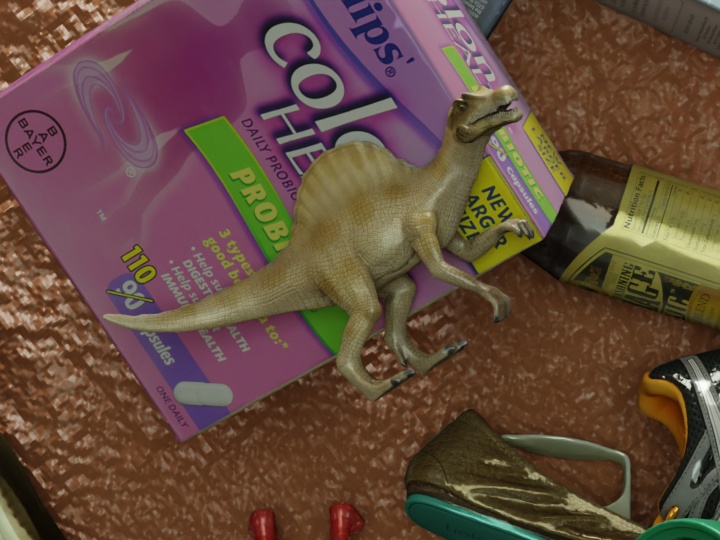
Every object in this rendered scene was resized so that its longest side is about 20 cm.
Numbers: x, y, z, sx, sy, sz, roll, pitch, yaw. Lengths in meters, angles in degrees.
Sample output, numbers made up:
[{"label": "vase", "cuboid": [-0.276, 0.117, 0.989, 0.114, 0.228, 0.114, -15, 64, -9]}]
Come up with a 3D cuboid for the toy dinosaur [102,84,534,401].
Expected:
[{"label": "toy dinosaur", "cuboid": [0.000, 0.000, 1.035, 0.200, 0.058, 0.101, -33, 84, 15]}]

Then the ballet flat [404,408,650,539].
[{"label": "ballet flat", "cuboid": [0.118, 0.122, 1.146, 0.199, 0.068, 0.072, 26, 67, 9]}]

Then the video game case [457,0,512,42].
[{"label": "video game case", "cuboid": [-0.029, -0.101, 1.142, 0.143, 0.019, 0.200, 33, 115, 1]}]

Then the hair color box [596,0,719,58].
[{"label": "hair color box", "cuboid": [0.099, -0.173, 1.152, 0.199, 0.099, 0.061, 25, 86, 5]}]

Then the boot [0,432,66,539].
[{"label": "boot", "cuboid": [-0.223, 0.139, 1.153, 0.154, 0.072, 0.200, -33, 81, 3]}]

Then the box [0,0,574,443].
[{"label": "box", "cuboid": [-0.038, -0.053, 1.096, 0.200, 0.097, 0.176, -29, 100, 20]}]

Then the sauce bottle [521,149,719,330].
[{"label": "sauce bottle", "cuboid": [0.122, -0.018, 1.154, 0.199, 0.066, 0.066, 17, 85, 7]}]

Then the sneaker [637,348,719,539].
[{"label": "sneaker", "cuboid": [0.167, 0.123, 1.084, 0.077, 0.078, 0.201, -1, 57, 0]}]

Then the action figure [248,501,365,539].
[{"label": "action figure", "cuboid": [-0.017, 0.220, 1.142, 0.065, 0.099, 0.201, -5, 62, 5]}]

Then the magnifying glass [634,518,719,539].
[{"label": "magnifying glass", "cuboid": [0.107, 0.155, 1.087, 0.022, 0.200, 0.080, 3, 78, -40]}]
